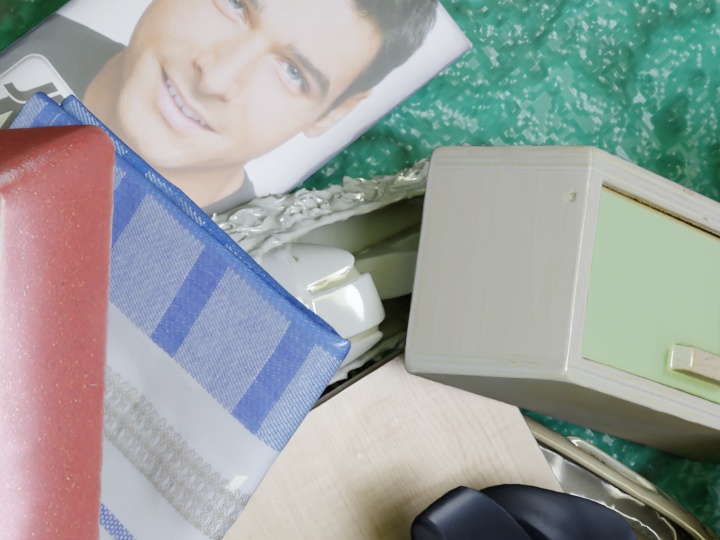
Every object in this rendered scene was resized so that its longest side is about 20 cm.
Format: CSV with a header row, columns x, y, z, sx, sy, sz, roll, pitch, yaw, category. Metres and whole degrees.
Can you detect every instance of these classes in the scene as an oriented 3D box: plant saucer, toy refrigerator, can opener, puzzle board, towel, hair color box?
x,y,z,sx,sy,sz,roll,pitch,yaw,category
-0.176,0.054,0.929,0.199,0.037,0.201,-2,81,25,plant saucer
0.102,0.016,0.992,0.200,0.070,0.076,20,75,-53,toy refrigerator
0.086,0.155,0.944,0.078,0.063,0.200,-28,80,-34,can opener
0.018,0.138,0.993,0.150,0.017,0.201,-32,103,-11,puzzle board
-0.110,0.060,0.930,0.147,0.024,0.200,41,100,24,towel
-0.070,-0.054,1.018,0.200,0.061,0.099,-39,94,-16,hair color box

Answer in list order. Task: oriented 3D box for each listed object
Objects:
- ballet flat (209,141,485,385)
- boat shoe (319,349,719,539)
x,y,z,sx,sy,sz,roll,pitch,yaw,category
0.000,0.000,0.986,0.200,0.072,0.072,-27,91,-37,ballet flat
0.034,0.072,1.029,0.200,0.063,0.073,26,78,-11,boat shoe
